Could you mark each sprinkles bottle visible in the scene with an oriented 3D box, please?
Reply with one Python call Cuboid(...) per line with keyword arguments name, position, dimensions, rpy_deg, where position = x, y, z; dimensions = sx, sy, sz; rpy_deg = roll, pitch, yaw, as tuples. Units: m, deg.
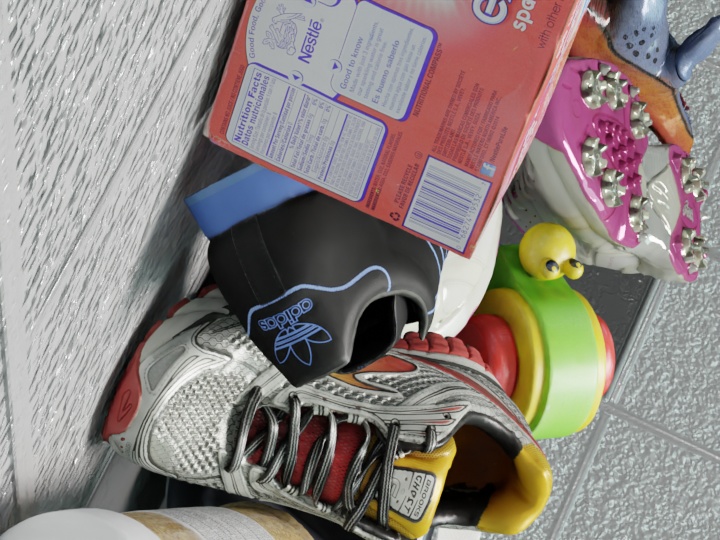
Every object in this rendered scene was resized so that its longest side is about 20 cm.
Cuboid(name="sprinkles bottle", position=(-0.067, 0.114, 0.869), dimensions=(0.069, 0.068, 0.200), rpy_deg=(-66, 165, 3))

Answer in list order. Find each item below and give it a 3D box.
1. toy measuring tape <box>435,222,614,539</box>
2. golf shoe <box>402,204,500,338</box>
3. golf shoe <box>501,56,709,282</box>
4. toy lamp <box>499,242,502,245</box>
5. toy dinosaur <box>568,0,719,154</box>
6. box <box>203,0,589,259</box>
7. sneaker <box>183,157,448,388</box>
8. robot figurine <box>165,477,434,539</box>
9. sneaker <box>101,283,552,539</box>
Cuboid(name="toy measuring tape", position=(0.070, 0.075, 1.140), dimensions=(0.074, 0.073, 0.201), rpy_deg=(-56, 159, -65))
Cuboid(name="golf shoe", position=(0.000, 0.000, 1.054), dimensions=(0.200, 0.075, 0.092), rpy_deg=(-51, 155, -35))
Cuboid(name="golf shoe", position=(0.096, -0.040, 1.162), dimensions=(0.200, 0.091, 0.076), rpy_deg=(40, 53, -60))
Cuboid(name="toy lamp", position=(0.045, 0.008, 1.258), dimensions=(0.059, 0.058, 0.200), rpy_deg=(-66, 172, 5))
Cuboid(name="toy dinosaur", position=(0.112, -0.111, 1.188), dimensions=(0.199, 0.105, 0.182), rpy_deg=(-32, 131, -24))
Cuboid(name="box", position=(0.032, -0.121, 0.808), dimensions=(0.095, 0.102, 0.201), rpy_deg=(-60, 172, -54))
Cuboid(name="sneaker", position=(0.000, -0.006, 0.932), dimensions=(0.070, 0.078, 0.200), rpy_deg=(-24, 177, 24))
Cuboid(name="robot figurine", position=(-0.024, 0.106, 1.168), dimensions=(0.200, 0.149, 0.126), rpy_deg=(97, -20, -84))
Cuboid(name="sneaker", position=(-0.006, 0.057, 0.951), dimensions=(0.199, 0.082, 0.078), rpy_deg=(8, 115, -39))
